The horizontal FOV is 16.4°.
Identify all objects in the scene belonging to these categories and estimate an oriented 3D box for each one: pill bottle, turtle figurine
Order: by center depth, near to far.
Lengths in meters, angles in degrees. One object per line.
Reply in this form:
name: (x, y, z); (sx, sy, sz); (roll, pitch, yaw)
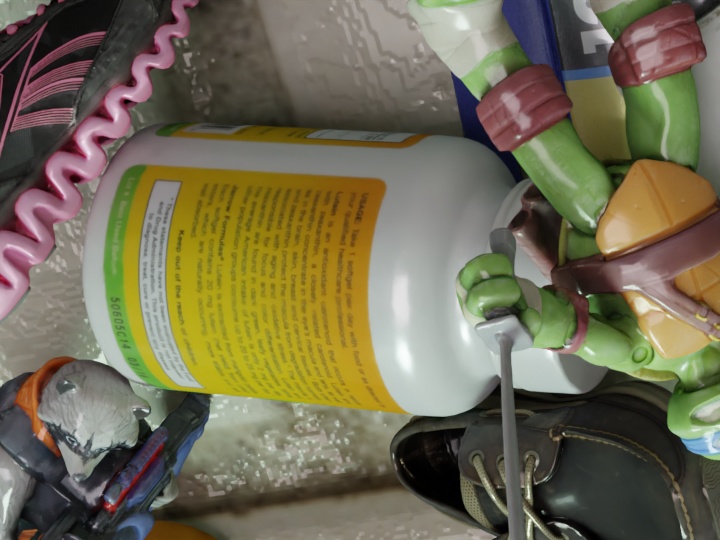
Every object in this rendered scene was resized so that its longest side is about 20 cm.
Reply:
turtle figurine: (0.102, -0.027, 0.834); (0.144, 0.200, 0.194); (-24, 89, 21)
pill bottle: (0.000, 0.000, 0.996); (0.200, 0.111, 0.111); (4, 111, 27)

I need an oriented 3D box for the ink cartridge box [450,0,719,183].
ink cartridge box: (0.130, -0.061, 0.983); (0.200, 0.047, 0.198); (-7, 107, 19)

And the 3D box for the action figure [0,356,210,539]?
action figure: (-0.157, 0.110, 1.059); (0.105, 0.200, 0.193); (40, 123, -3)

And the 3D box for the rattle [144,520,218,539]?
rattle: (-0.058, 0.235, 1.146); (0.143, 0.130, 0.200); (23, 143, 21)

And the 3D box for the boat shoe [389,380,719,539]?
boat shoe: (0.075, 0.086, 0.981); (0.200, 0.073, 0.075); (4, 115, 66)

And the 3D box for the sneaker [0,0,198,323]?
sneaker: (-0.138, -0.073, 1.002); (0.095, 0.079, 0.200); (33, 76, -8)

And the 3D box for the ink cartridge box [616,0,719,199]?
ink cartridge box: (0.198, -0.023, 0.910); (0.109, 0.050, 0.200); (-36, 92, 36)
